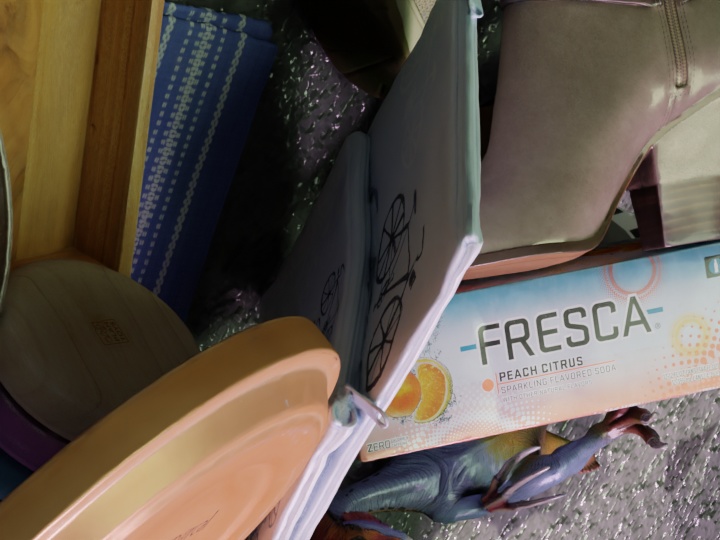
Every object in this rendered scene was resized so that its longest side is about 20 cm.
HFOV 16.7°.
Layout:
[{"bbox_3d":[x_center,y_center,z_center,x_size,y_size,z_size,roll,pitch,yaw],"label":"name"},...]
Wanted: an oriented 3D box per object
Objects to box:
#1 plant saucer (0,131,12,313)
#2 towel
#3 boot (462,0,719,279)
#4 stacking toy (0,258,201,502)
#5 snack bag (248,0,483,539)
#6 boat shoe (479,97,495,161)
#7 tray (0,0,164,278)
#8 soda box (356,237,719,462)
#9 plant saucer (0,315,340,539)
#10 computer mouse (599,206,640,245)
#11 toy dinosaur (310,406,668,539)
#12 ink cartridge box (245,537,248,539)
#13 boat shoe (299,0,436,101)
[{"bbox_3d":[-0.199,-0.010,0.769,0.200,0.032,0.202,-10,104,-43],"label":"plant saucer"},{"bbox_3d":[-0.119,-0.041,0.935,0.199,0.024,0.146,6,105,-52],"label":"towel"},{"bbox_3d":[0.083,-0.076,1.051,0.199,0.070,0.147,-9,90,-27],"label":"boot"},{"bbox_3d":[-0.136,0.091,0.903,0.085,0.085,0.200,-11,144,-49],"label":"stacking toy"},{"bbox_3d":[0.000,0.000,0.955,0.189,0.021,0.200,-87,-159,-50],"label":"snack bag"},{"bbox_3d":[0.077,-0.051,1.152,0.199,0.071,0.070,-21,163,-42],"label":"boat shoe"},{"bbox_3d":[-0.117,-0.083,0.863,0.098,0.037,0.201,-15,121,-45],"label":"tray"},{"bbox_3d":[0.080,0.031,1.101,0.199,0.064,0.069,-11,98,-14],"label":"soda box"},{"bbox_3d":[-0.082,0.094,0.832,0.200,0.032,0.200,-40,168,-10],"label":"plant saucer"},{"bbox_3d":[0.115,-0.005,1.209,0.199,0.110,0.044,-16,134,-35],"label":"computer mouse"},{"bbox_3d":[0.056,0.106,1.194,0.181,0.105,0.200,-30,145,-16],"label":"toy dinosaur"},{"bbox_3d":[-0.100,0.152,1.051,0.200,0.039,0.100,-37,136,-34],"label":"ink cartridge box"},{"bbox_3d":[0.002,-0.149,0.992,0.066,0.071,0.201,-56,149,-24],"label":"boat shoe"}]
